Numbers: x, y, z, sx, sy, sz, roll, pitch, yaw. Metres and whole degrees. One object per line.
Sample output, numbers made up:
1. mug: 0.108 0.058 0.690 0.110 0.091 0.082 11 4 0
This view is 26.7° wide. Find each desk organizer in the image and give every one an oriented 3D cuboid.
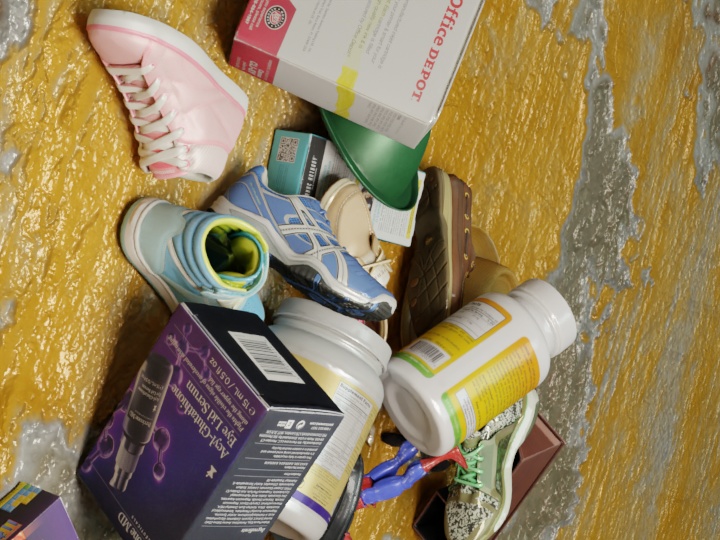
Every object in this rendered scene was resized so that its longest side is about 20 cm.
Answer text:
1. desk organizer: 0.144 0.246 1.738 0.077 0.072 0.201 -15 144 -45

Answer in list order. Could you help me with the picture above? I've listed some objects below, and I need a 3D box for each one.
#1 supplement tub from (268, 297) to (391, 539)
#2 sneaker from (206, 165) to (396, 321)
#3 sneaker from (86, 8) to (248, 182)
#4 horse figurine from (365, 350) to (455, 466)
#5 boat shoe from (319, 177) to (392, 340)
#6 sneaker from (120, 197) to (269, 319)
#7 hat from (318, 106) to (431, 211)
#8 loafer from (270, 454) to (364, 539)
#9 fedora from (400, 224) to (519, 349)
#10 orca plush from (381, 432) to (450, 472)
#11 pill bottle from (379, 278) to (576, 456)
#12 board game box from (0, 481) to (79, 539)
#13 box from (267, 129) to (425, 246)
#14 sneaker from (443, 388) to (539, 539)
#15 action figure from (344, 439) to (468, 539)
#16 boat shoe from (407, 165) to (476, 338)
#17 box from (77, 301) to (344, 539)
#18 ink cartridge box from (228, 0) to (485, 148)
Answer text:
1. supplement tub: -0.064 0.143 1.468 0.145 0.144 0.202 44 64 -47
2. sneaker: -0.047 -0.024 1.417 0.077 0.199 0.076 -55 177 -15
3. sneaker: -0.172 -0.142 1.317 0.200 0.075 0.106 37 65 -53
4. horse figurine: 0.053 0.134 1.627 0.198 0.050 0.134 12 97 -30
5. boat shoe: 0.000 0.000 1.507 0.074 0.069 0.201 -39 141 -33
6. sneaker: -0.119 0.013 1.379 0.200 0.130 0.080 46 62 -47
7. hat: 0.066 -0.183 1.485 0.201 0.175 0.166 55 26 -14
8. loafer: -0.059 0.266 1.533 0.070 0.068 0.202 25 102 -14
9. fedora: 0.126 0.048 1.734 0.200 0.081 0.203 -16 111 -48
10. orca plush: 0.097 0.182 1.771 0.199 0.072 0.105 0 143 -42
11. pill bottle: 0.124 0.093 1.560 0.199 0.111 0.112 -33 124 -24
12. board game box: -0.295 0.312 1.291 0.165 0.056 0.202 -42 129 -36
13. box: -0.015 -0.082 1.551 0.199 0.049 0.083 14 88 -52
14. sneaker: 0.122 0.196 1.627 0.088 0.076 0.202 37 65 -46
15. action figure: 0.024 0.244 1.606 0.198 0.066 0.099 -26 130 5
16. boat shoe: 0.096 -0.012 1.647 0.067 0.072 0.202 13 69 -33
17. box: -0.133 0.153 1.325 0.104 0.148 0.201 12 116 -51
18. ink cartridge box: -0.004 -0.223 1.411 0.083 0.198 0.146 126 -13 -74
